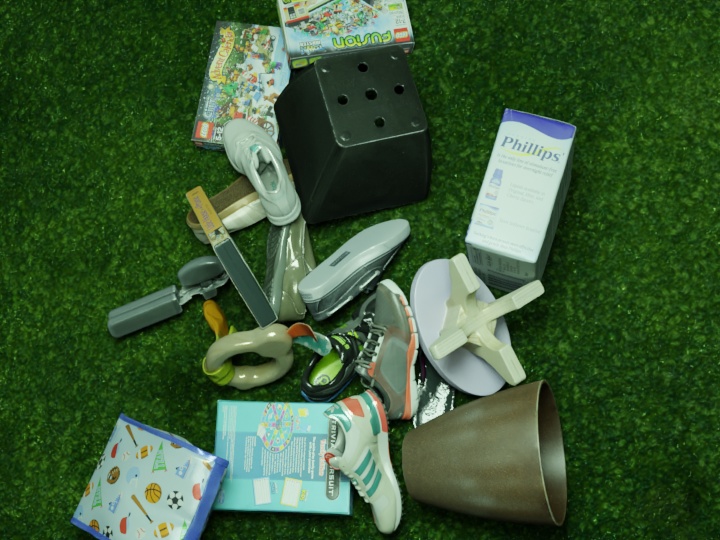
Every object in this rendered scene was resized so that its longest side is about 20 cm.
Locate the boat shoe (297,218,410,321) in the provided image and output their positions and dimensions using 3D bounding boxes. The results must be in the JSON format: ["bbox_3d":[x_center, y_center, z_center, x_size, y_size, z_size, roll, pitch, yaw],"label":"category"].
[{"bbox_3d":[0.000,0.000,1.662,0.199,0.069,0.071,-39,30,-24],"label":"boat shoe"}]

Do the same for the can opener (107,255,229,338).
[{"bbox_3d":[-0.285,0.036,1.687,0.197,0.053,0.067,-26,113,3],"label":"can opener"}]

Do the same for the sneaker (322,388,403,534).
[{"bbox_3d":[-0.003,0.267,1.553,0.092,0.070,0.204,-13,102,-19],"label":"sneaker"}]

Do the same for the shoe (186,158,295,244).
[{"bbox_3d":[-0.167,-0.105,1.721,0.198,0.054,0.070,-29,39,-7],"label":"shoe"}]

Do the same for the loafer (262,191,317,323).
[{"bbox_3d":[-0.100,-0.015,1.683,0.069,0.075,0.204,14,74,-21],"label":"loafer"}]

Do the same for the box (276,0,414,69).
[{"bbox_3d":[-0.023,-0.379,1.759,0.196,0.035,0.112,-10,74,-10],"label":"box"}]

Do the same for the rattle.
[{"bbox_3d":[-0.132,0.077,1.616,0.199,0.129,0.144,-36,31,34],"label":"rattle"}]

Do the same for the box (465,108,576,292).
[{"bbox_3d":[0.224,-0.090,1.599,0.103,0.184,0.203,16,77,12],"label":"box"}]

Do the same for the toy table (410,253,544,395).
[{"bbox_3d":[0.156,0.073,1.557,0.183,0.117,0.201,-41,97,-18],"label":"toy table"}]

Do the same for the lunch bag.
[{"bbox_3d":[-0.271,0.310,1.552,0.198,0.123,0.173,10,73,45],"label":"lunch bag"}]

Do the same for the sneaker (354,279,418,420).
[{"bbox_3d":[0.032,0.116,1.581,0.080,0.077,0.204,-9,100,-20],"label":"sneaker"}]

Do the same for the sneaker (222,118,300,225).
[{"bbox_3d":[-0.147,-0.164,1.657,0.075,0.089,0.201,-31,59,-5],"label":"sneaker"}]

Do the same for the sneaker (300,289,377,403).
[{"bbox_3d":[-0.012,0.107,1.625,0.071,0.083,0.200,40,82,15],"label":"sneaker"}]

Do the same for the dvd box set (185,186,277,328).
[{"bbox_3d":[-0.182,-0.022,1.596,0.029,0.148,0.200,-31,29,-4],"label":"dvd box set"}]

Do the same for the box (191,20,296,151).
[{"bbox_3d":[-0.175,-0.281,1.770,0.134,0.038,0.204,8,76,8],"label":"box"}]

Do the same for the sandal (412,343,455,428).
[{"bbox_3d":[0.110,0.134,1.621,0.074,0.048,0.205,0,76,7],"label":"sandal"}]

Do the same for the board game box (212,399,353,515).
[{"bbox_3d":[-0.107,0.264,1.612,0.196,0.047,0.154,1,76,7],"label":"board game box"}]

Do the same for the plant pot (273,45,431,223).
[{"bbox_3d":[-0.002,-0.210,1.634,0.196,0.178,0.203,-12,73,-14],"label":"plant pot"}]

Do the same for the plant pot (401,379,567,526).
[{"bbox_3d":[0.162,0.252,1.532,0.196,0.187,0.191,-8,74,19],"label":"plant pot"}]
